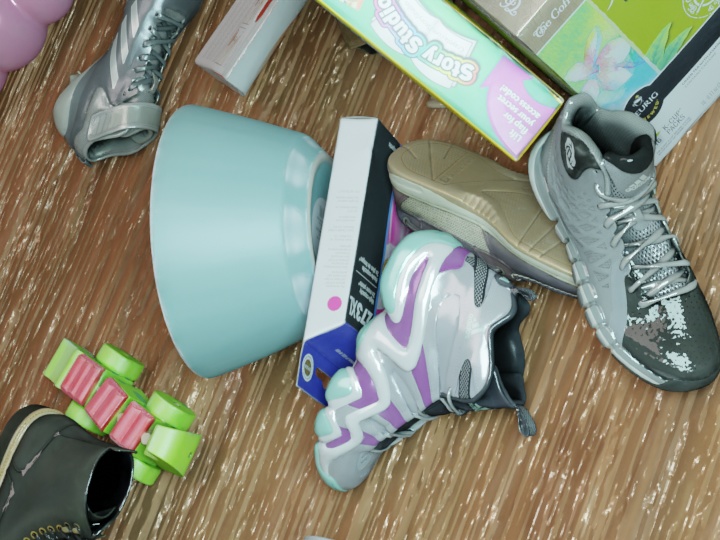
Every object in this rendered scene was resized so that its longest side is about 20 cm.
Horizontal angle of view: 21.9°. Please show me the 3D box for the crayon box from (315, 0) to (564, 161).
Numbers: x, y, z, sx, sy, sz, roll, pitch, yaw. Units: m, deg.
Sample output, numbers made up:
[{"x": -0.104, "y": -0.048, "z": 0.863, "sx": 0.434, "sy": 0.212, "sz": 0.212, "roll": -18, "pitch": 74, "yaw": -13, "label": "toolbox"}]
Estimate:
[{"x": 0.039, "y": -0.165, "z": 1.275, "sx": 0.058, "sy": 0.200, "sz": 0.173, "roll": -51, "pitch": 6, "yaw": 6, "label": "crayon box"}]

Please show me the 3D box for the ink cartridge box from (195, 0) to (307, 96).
[{"x": -0.058, "y": -0.212, "z": 1.458, "sx": 0.163, "sy": 0.050, "sz": 0.200, "roll": -56, "pitch": 17, "yaw": 2, "label": "ink cartridge box"}]

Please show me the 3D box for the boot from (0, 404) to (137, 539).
[{"x": -0.242, "y": 0.210, "z": 1.412, "sx": 0.138, "sy": 0.077, "sz": 0.201, "roll": 11, "pitch": 88, "yaw": 50, "label": "boot"}]

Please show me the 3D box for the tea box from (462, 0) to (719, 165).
[{"x": 0.141, "y": -0.208, "z": 1.261, "sx": 0.134, "sy": 0.197, "sz": 0.200, "roll": -49, "pitch": 48, "yaw": 8, "label": "tea box"}]

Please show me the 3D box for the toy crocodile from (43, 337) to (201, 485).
[{"x": -0.190, "y": 0.106, "z": 1.457, "sx": 0.200, "sy": 0.062, "sz": 0.068, "roll": 35, "pitch": 92, "yaw": 43, "label": "toy crocodile"}]

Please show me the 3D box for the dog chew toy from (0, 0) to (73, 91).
[{"x": -0.345, "y": -0.227, "z": 1.709, "sx": 0.200, "sy": 0.124, "sz": 0.125, "roll": -35, "pitch": 51, "yaw": 13, "label": "dog chew toy"}]

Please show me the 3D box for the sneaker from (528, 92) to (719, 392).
[{"x": 0.170, "y": -0.025, "z": 1.170, "sx": 0.075, "sy": 0.116, "sz": 0.200, "roll": -24, "pitch": 69, "yaw": -16, "label": "sneaker"}]

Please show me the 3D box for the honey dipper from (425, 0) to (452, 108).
[{"x": 0.060, "y": -0.221, "z": 1.374, "sx": 0.038, "sy": 0.038, "sz": 0.201, "roll": 3, "pitch": 101, "yaw": 39, "label": "honey dipper"}]

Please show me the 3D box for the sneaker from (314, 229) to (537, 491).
[{"x": 0.056, "y": 0.087, "z": 1.267, "sx": 0.140, "sy": 0.078, "sz": 0.201, "roll": 30, "pitch": 111, "yaw": 23, "label": "sneaker"}]

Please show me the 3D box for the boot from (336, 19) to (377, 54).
[{"x": 0.061, "y": -0.224, "z": 1.428, "sx": 0.199, "sy": 0.073, "sz": 0.076, "roll": -20, "pitch": 69, "yaw": 39, "label": "boot"}]

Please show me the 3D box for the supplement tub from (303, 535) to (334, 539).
[{"x": -0.008, "y": 0.282, "z": 1.173, "sx": 0.140, "sy": 0.140, "sz": 0.201, "roll": 8, "pitch": 74, "yaw": 40, "label": "supplement tub"}]

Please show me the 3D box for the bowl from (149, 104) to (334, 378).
[{"x": -0.070, "y": -0.025, "z": 1.360, "sx": 0.105, "sy": 0.201, "sz": 0.202, "roll": -5, "pitch": 64, "yaw": 16, "label": "bowl"}]

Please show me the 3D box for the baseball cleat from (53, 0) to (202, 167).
[{"x": -0.181, "y": -0.174, "z": 1.596, "sx": 0.200, "sy": 0.070, "sz": 0.107, "roll": -51, "pitch": 53, "yaw": 19, "label": "baseball cleat"}]

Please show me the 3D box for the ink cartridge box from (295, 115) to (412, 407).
[{"x": 0.000, "y": 0.000, "z": 1.332, "sx": 0.037, "sy": 0.095, "sz": 0.201, "roll": 4, "pitch": 72, "yaw": 24, "label": "ink cartridge box"}]

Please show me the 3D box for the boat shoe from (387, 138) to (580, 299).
[{"x": 0.102, "y": -0.026, "z": 1.291, "sx": 0.200, "sy": 0.065, "sz": 0.072, "roll": 28, "pitch": 50, "yaw": 29, "label": "boat shoe"}]
